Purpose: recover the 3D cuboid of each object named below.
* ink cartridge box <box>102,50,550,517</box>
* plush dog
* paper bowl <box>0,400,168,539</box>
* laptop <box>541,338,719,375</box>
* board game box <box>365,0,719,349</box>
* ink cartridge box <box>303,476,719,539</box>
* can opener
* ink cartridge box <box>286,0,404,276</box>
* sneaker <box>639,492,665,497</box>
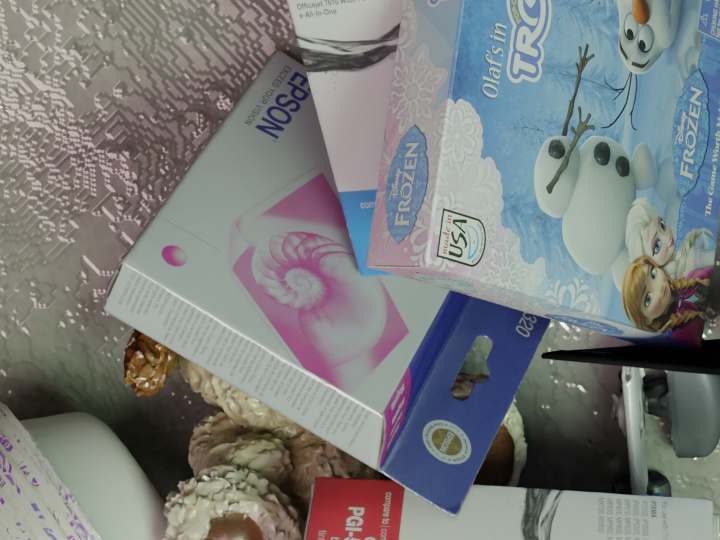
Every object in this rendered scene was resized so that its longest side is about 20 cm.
[{"bbox_3d":[0.000,0.000,1.152,0.199,0.197,0.043,29,132,1],"label":"ink cartridge box"},{"bbox_3d":[-0.032,0.066,1.233,0.199,0.160,0.173,-18,91,-11],"label":"plush dog"},{"bbox_3d":[-0.151,0.158,1.248,0.104,0.201,0.201,-33,101,-12],"label":"paper bowl"},{"bbox_3d":[0.219,0.090,1.124,0.103,0.177,0.201,-42,110,-21],"label":"laptop"},{"bbox_3d":[0.098,-0.079,1.073,0.043,0.198,0.202,0,79,47],"label":"board game box"},{"bbox_3d":[0.071,0.186,1.123,0.198,0.083,0.148,3,122,4],"label":"ink cartridge box"},{"bbox_3d":[0.167,0.131,1.238,0.066,0.053,0.201,-3,109,14],"label":"can opener"},{"bbox_3d":[0.046,-0.116,1.117,0.083,0.145,0.201,-2,110,41],"label":"ink cartridge box"},{"bbox_3d":[0.139,0.201,1.214,0.086,0.075,0.201,27,126,4],"label":"sneaker"}]
